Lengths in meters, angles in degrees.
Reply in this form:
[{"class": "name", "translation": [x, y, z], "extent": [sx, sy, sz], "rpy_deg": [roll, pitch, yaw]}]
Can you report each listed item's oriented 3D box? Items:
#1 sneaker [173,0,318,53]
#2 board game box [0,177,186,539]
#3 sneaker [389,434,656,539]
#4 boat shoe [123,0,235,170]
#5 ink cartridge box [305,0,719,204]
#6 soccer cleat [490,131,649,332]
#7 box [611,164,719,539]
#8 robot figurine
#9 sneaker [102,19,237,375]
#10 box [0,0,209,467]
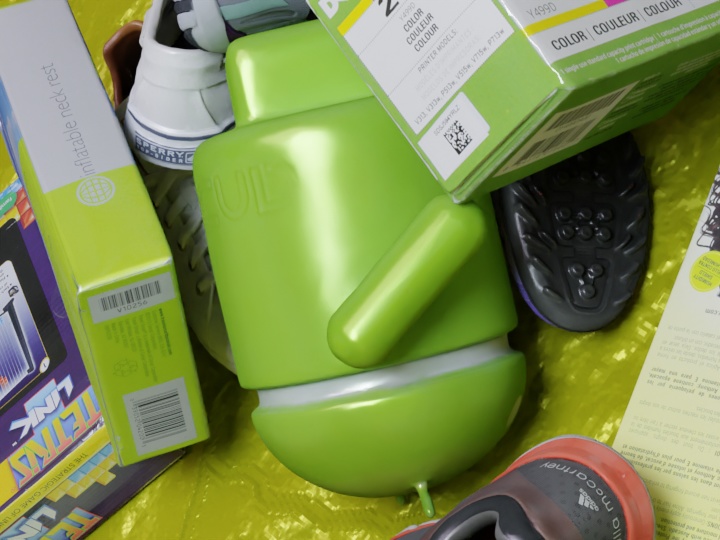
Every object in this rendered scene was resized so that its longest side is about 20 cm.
[{"class": "sneaker", "translation": [0.007, -0.133, 0.966], "extent": [0.087, 0.200, 0.075], "rpy_deg": [-6, 104, 34]}, {"class": "board game box", "translation": [-0.194, 0.079, 1.086], "extent": [0.200, 0.057, 0.165], "rpy_deg": [-39, 50, 15]}, {"class": "sneaker", "translation": [0.022, 0.130, 0.826], "extent": [0.077, 0.082, 0.200], "rpy_deg": [50, 131, 14]}, {"class": "boat shoe", "translation": [-0.052, -0.120, 1.017], "extent": [0.073, 0.065, 0.200], "rpy_deg": [11, 36, 4]}, {"class": "ink cartridge box", "translation": [0.040, -0.140, 0.862], "extent": [0.200, 0.148, 0.076], "rpy_deg": [54, 132, 11]}, {"class": "soccer cleat", "translation": [0.070, -0.059, 0.952], "extent": [0.073, 0.068, 0.200], "rpy_deg": [132, 132, -54]}, {"class": "box", "translation": [0.153, 0.028, 0.838], "extent": [0.075, 0.050, 0.200], "rpy_deg": [11, 75, 42]}, {"class": "robot figurine", "translation": [0.000, 0.000, 0.902], "extent": [0.116, 0.175, 0.200], "rpy_deg": [-13, 91, -5]}, {"class": "sneaker", "translation": [-0.079, -0.035, 1.035], "extent": [0.073, 0.085, 0.200], "rpy_deg": [-37, 50, 15]}, {"class": "box", "translation": [-0.122, -0.027, 0.991], "extent": [0.048, 0.122, 0.200], "rpy_deg": [-18, 50, -9]}]
